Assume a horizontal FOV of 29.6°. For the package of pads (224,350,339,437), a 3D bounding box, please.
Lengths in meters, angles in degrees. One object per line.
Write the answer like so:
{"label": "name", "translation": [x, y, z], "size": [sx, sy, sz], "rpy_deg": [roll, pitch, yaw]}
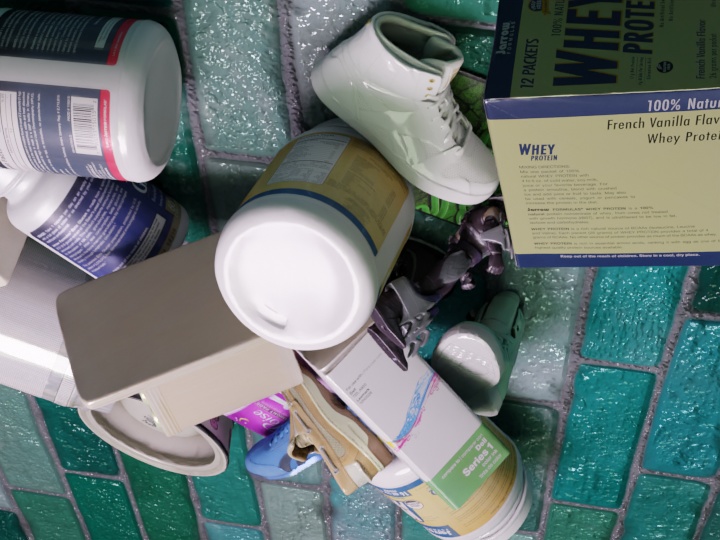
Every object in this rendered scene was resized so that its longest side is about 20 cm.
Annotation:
{"label": "package of pads", "translation": [-0.073, 0.125, 1.573], "size": [0.120, 0.076, 0.200], "rpy_deg": [32, 140, -19]}

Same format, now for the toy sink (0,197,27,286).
{"label": "toy sink", "translation": [-0.427, -0.089, 1.348], "size": [0.111, 0.132, 0.200], "rpy_deg": [-8, 140, 26]}

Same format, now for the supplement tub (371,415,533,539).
{"label": "supplement tub", "translation": [0.098, 0.223, 1.580], "size": [0.144, 0.146, 0.200], "rpy_deg": [-18, 134, 35]}

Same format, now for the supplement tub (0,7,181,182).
{"label": "supplement tub", "translation": [-0.268, -0.156, 1.200], "size": [0.197, 0.142, 0.141], "rpy_deg": [6, 144, 9]}

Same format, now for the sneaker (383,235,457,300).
{"label": "sneaker", "translation": [0.000, 0.000, 1.352], "size": [0.197, 0.088, 0.077], "rpy_deg": [13, 104, -2]}

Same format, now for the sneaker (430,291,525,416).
{"label": "sneaker", "translation": [0.124, 0.062, 1.386], "size": [0.073, 0.119, 0.201], "rpy_deg": [14, 160, 13]}

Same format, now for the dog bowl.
{"label": "dog bowl", "translation": [-0.241, 0.172, 1.667], "size": [0.198, 0.074, 0.201], "rpy_deg": [15, 150, 9]}

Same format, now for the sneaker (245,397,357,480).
{"label": "sneaker", "translation": [-0.063, 0.178, 1.530], "size": [0.199, 0.066, 0.079], "rpy_deg": [-20, 124, 34]}

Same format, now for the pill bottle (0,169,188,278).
{"label": "pill bottle", "translation": [-0.277, -0.068, 1.346], "size": [0.199, 0.112, 0.110], "rpy_deg": [36, 138, -29]}

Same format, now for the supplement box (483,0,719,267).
{"label": "supplement box", "translation": [0.215, -0.118, 1.108], "size": [0.197, 0.135, 0.201], "rpy_deg": [-1, 140, 16]}

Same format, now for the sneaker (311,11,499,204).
{"label": "sneaker", "translation": [0.065, -0.139, 1.173], "size": [0.199, 0.074, 0.115], "rpy_deg": [33, 143, -19]}

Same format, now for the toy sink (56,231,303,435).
{"label": "toy sink", "translation": [-0.172, 0.068, 1.312], "size": [0.198, 0.131, 0.113], "rpy_deg": [-21, 146, -5]}

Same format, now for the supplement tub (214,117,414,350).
{"label": "supplement tub", "translation": [-0.032, -0.039, 1.210], "size": [0.143, 0.201, 0.146], "rpy_deg": [8, 122, 13]}

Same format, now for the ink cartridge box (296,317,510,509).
{"label": "ink cartridge box", "translation": [0.037, 0.127, 1.367], "size": [0.200, 0.084, 0.145], "rpy_deg": [47, 175, -17]}

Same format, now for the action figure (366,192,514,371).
{"label": "action figure", "translation": [0.089, -0.004, 1.265], "size": [0.069, 0.200, 0.130], "rpy_deg": [44, 165, 5]}

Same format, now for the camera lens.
{"label": "camera lens", "translation": [-0.343, 0.055, 1.487], "size": [0.198, 0.161, 0.160], "rpy_deg": [21, 143, -12]}

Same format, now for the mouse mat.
{"label": "mouse mat", "translation": [0.115, -0.101, 1.274], "size": [0.159, 0.008, 0.200], "rpy_deg": [19, 144, -9]}

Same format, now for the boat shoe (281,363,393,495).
{"label": "boat shoe", "translation": [-0.049, 0.161, 1.407], "size": [0.072, 0.076, 0.200], "rpy_deg": [50, 172, -37]}
